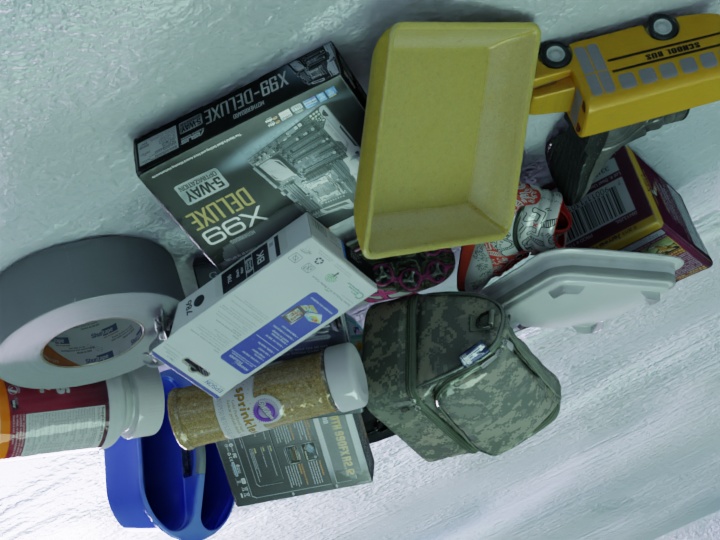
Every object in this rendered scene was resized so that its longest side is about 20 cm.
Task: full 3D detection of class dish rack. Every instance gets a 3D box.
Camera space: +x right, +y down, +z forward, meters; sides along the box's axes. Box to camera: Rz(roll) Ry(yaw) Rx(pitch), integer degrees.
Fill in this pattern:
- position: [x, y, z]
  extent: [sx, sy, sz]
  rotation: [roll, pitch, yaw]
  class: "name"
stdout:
- position: [0.232, 0.028, 1.742]
  extent: [0.171, 0.044, 0.200]
  rotation: [3, 163, -22]
  class: "dish rack"

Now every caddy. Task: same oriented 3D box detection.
- position: [-0.213, 0.215, 1.884]
  extent: [0.141, 0.200, 0.105]
  rotation: [6, 162, -43]
  class: "caddy"

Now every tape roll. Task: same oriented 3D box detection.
- position: [-0.272, 0.044, 1.617]
  extent: [0.200, 0.066, 0.200]
  rotation: [-16, 155, -8]
  class: "tape roll"

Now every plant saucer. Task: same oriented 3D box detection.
- position: [0.066, -0.120, 1.415]
  extent: [0.200, 0.048, 0.200]
  rotation: [-9, 111, -46]
  class: "plant saucer"

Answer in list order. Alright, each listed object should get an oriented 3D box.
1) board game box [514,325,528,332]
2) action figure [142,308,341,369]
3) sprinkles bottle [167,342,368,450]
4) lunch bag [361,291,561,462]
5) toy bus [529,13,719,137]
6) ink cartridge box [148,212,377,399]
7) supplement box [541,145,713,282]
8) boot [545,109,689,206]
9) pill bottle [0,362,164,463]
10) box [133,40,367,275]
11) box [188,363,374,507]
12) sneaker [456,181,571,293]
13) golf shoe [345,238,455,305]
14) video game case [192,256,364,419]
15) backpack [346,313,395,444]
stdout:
- position: [0.122, 0.070, 2.026]
  extent: [0.200, 0.032, 0.120]
  rotation: [-20, 152, 2]
  class: "board game box"
- position: [-0.121, 0.060, 1.606]
  extent: [0.200, 0.069, 0.130]
  rotation: [-17, 167, 4]
  class: "action figure"
- position: [-0.095, 0.130, 1.670]
  extent: [0.200, 0.068, 0.068]
  rotation: [-15, 157, 11]
  class: "sprinkles bottle"
- position: [0.111, 0.110, 1.755]
  extent: [0.168, 0.140, 0.200]
  rotation: [-14, 145, 23]
  class: "lunch bag"
- position: [0.249, -0.180, 1.516]
  extent: [0.200, 0.078, 0.065]
  rotation: [-16, 156, -9]
  class: "toy bus"
- position: [-0.092, 0.035, 1.498]
  extent: [0.200, 0.039, 0.099]
  rotation: [-34, 131, 19]
  class: "ink cartridge box"
- position: [0.289, -0.043, 1.813]
  extent: [0.131, 0.103, 0.200]
  rotation: [-28, 154, 19]
  class: "supplement box"
- position: [0.266, -0.138, 1.642]
  extent: [0.131, 0.070, 0.200]
  rotation: [-21, 162, -14]
  class: "boot"
- position: [-0.318, 0.142, 1.736]
  extent: [0.200, 0.110, 0.110]
  rotation: [-5, 152, -31]
  class: "pill bottle"
- position: [-0.075, -0.094, 1.434]
  extent: [0.200, 0.050, 0.158]
  rotation: [-25, 136, 11]
  class: "box"
- position: [-0.084, 0.151, 1.766]
  extent: [0.158, 0.048, 0.200]
  rotation: [-12, 116, 8]
  class: "box"
- position: [0.163, -0.025, 1.729]
  extent: [0.108, 0.067, 0.201]
  rotation: [13, 148, 8]
  class: "sneaker"
- position: [0.000, 0.000, 1.738]
  extent: [0.200, 0.073, 0.092]
  rotation: [-7, 170, -10]
  class: "golf shoe"
- position: [-0.083, 0.068, 1.686]
  extent: [0.143, 0.019, 0.200]
  rotation: [-8, 116, 7]
  class: "video game case"
- position: [-0.038, 0.135, 1.877]
  extent: [0.200, 0.151, 0.178]
  rotation: [-12, 153, 14]
  class: "backpack"
